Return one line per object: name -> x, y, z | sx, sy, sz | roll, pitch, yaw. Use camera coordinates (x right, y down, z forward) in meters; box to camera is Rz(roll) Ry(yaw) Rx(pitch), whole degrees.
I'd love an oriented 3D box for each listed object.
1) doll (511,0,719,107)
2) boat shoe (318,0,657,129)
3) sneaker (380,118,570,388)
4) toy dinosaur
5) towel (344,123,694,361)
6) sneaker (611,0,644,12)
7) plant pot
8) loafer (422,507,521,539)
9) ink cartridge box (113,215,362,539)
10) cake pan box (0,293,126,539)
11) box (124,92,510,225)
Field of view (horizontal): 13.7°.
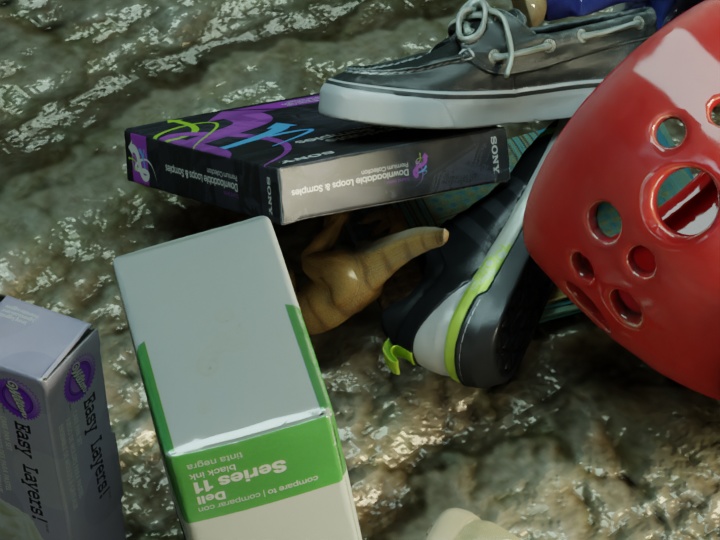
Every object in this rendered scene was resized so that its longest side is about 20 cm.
doll -> 0.193, -0.160, 1.760 | 0.200, 0.137, 0.048 | -18, 9, -7
boat shoe -> 0.072, -0.115, 1.625 | 0.199, 0.068, 0.074 | -4, 11, -15
sneaker -> 0.068, -0.020, 1.639 | 0.083, 0.072, 0.200 | 11, 47, 24
toy dinosaur -> 0.000, 0.000, 1.623 | 0.200, 0.060, 0.106 | -33, 33, 36
towel -> 0.097, -0.024, 1.704 | 0.200, 0.022, 0.147 | -16, 44, -8
sneaker -> 0.204, -0.217, 1.853 | 0.080, 0.115, 0.200 | 15, 76, -3
plant pot -> 0.214, -0.019, 1.551 | 0.200, 0.201, 0.183 | -32, 65, -24
loafer -> 0.044, 0.193, 1.441 | 0.068, 0.076, 0.200 | 4, 43, 21
ink cartridge box -> -0.052, 0.099, 1.465 | 0.083, 0.200, 0.147 | -16, 43, -5
cake pan box -> -0.209, 0.080, 1.505 | 0.184, 0.200, 0.052 | 18, 46, 21
box -> -0.027, -0.065, 1.671 | 0.143, 0.036, 0.200 | -12, 15, -27
